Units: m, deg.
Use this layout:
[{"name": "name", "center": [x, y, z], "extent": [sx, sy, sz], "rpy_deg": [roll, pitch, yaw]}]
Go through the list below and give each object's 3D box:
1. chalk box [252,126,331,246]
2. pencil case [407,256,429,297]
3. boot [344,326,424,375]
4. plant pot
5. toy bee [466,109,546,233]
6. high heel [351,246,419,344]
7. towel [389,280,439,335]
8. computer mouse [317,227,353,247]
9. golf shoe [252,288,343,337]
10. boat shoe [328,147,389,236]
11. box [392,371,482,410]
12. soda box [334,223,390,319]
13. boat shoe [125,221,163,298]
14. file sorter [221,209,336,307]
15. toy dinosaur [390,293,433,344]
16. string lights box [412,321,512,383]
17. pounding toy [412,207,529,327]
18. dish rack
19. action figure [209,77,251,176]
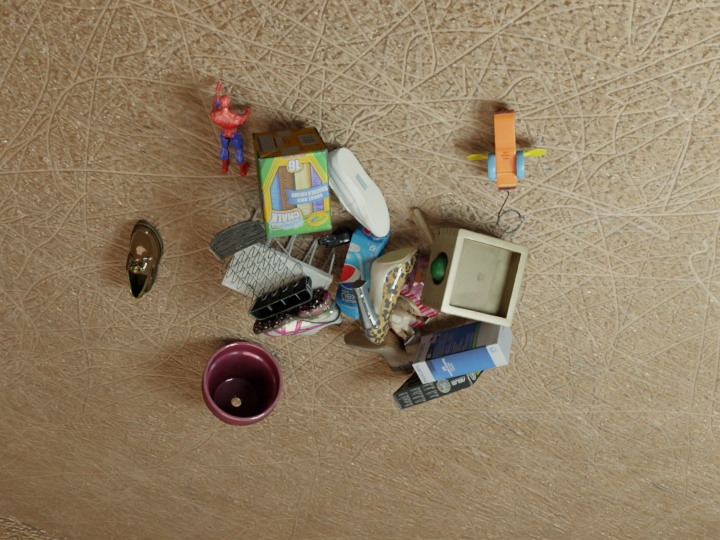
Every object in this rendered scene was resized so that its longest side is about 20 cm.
[{"name": "chalk box", "center": [-0.125, -0.142, 1.234], "extent": [0.122, 0.125, 0.202], "rpy_deg": [-8, 122, -11]}, {"name": "pencil case", "center": [0.200, 0.034, 1.414], "extent": [0.198, 0.088, 0.088], "rpy_deg": [14, 133, -1]}, {"name": "boot", "center": [0.073, 0.193, 1.575], "extent": [0.198, 0.071, 0.147], "rpy_deg": [-4, 138, 13]}, {"name": "plant pot", "center": [-0.308, 0.306, 1.713], "extent": [0.198, 0.202, 0.179], "rpy_deg": [21, 148, -7]}, {"name": "toy bee", "center": [0.253, -0.186, 1.206], "extent": [0.130, 0.109, 0.202], "rpy_deg": [18, 108, 7]}, {"name": "high heel", "center": [0.063, 0.047, 1.344], "extent": [0.071, 0.199, 0.144], "rpy_deg": [12, 128, 43]}, {"name": "towel", "center": [0.066, 0.069, 1.516], "extent": [0.199, 0.023, 0.144], "rpy_deg": [38, 129, -21]}, {"name": "computer mouse", "center": [-0.052, -0.068, 1.329], "extent": [0.058, 0.200, 0.034], "rpy_deg": [-15, 90, 8]}, {"name": "golf shoe", "center": [-0.131, 0.110, 1.392], "extent": [0.198, 0.073, 0.092], "rpy_deg": [-18, 127, 24]}, {"name": "boat shoe", "center": [-0.014, -0.145, 1.314], "extent": [0.068, 0.072, 0.200], "rpy_deg": [-9, 133, 39]}, {"name": "box", "center": [0.190, 0.244, 1.550], "extent": [0.199, 0.160, 0.045], "rpy_deg": [-27, 92, 31]}, {"name": "soda box", "center": [0.000, 0.000, 1.415], "extent": [0.064, 0.068, 0.201], "rpy_deg": [23, 127, 10]}, {"name": "boat shoe", "center": [-0.495, -0.017, 1.534], "extent": [0.071, 0.068, 0.201], "rpy_deg": [15, 132, 2]}, {"name": "file sorter", "center": [-0.164, -0.016, 1.422], "extent": [0.198, 0.125, 0.139], "rpy_deg": [24, 131, -10]}, {"name": "toy dinosaur", "center": [0.078, 0.079, 1.431], "extent": [0.136, 0.200, 0.086], "rpy_deg": [45, 99, 9]}, {"name": "string lights box", "center": [0.217, 0.168, 1.438], "extent": [0.198, 0.103, 0.059], "rpy_deg": [-19, 114, 29]}, {"name": "pounding toy", "center": [0.195, -0.009, 1.312], "extent": [0.198, 0.142, 0.186], "rpy_deg": [13, 91, -19]}, {"name": "dish rack", "center": [-0.200, -0.004, 1.320], "extent": [0.152, 0.055, 0.200], "rpy_deg": [-23, 123, 26]}, {"name": "action figure", "center": [-0.238, -0.274, 1.259], "extent": [0.064, 0.100, 0.200], "rpy_deg": [9, 155, 0]}]
